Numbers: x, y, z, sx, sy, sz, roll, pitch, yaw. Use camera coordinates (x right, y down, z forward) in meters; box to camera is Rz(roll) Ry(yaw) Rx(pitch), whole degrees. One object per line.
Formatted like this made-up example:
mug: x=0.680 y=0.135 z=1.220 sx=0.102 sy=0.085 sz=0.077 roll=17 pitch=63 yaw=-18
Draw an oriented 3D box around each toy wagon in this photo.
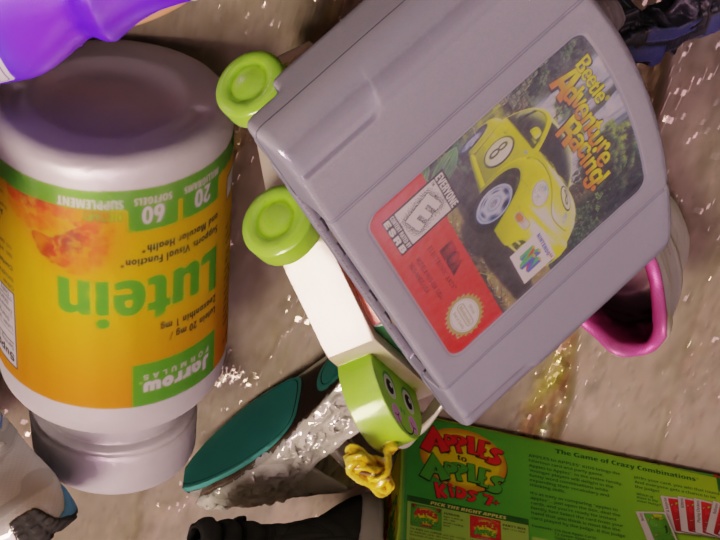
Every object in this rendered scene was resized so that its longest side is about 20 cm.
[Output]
toy wagon: x=0.000 y=0.000 z=0.793 sx=0.039 sy=0.201 sz=0.155 roll=-23 pitch=147 yaw=16

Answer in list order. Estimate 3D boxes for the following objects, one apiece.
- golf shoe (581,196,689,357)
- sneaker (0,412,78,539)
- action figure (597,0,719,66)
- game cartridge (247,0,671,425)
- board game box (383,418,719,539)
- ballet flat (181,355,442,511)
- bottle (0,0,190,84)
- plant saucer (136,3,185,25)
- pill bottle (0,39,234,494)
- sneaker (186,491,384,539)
golf shoe: x=0.085 y=-0.042 z=0.830 sx=0.075 sy=0.092 sz=0.200 roll=-34 pitch=116 yaw=25
sneaker: x=-0.205 y=0.080 z=0.887 sx=0.075 sy=0.200 sz=0.087 roll=-26 pitch=117 yaw=-26
action figure: x=0.054 y=-0.122 z=0.734 sx=0.199 sy=0.105 sz=0.194 roll=-18 pitch=134 yaw=-31
game cartridge: x=0.050 y=-0.036 z=0.694 sx=0.133 sy=0.041 sz=0.200 roll=-45 pitch=140 yaw=-8
board game box: x=0.111 y=0.142 z=0.952 sx=0.199 sy=0.102 sz=0.048 roll=12 pitch=125 yaw=-5
ballet flat: x=-0.008 y=0.076 z=0.926 sx=0.072 sy=0.072 sz=0.200 roll=38 pitch=121 yaw=-22
bottle: x=-0.155 y=-0.118 z=0.757 sx=0.199 sy=0.065 sz=0.084 roll=-11 pitch=129 yaw=10
plant saucer: x=-0.131 y=-0.194 z=0.765 sx=0.199 sy=0.038 sz=0.201 roll=1 pitch=126 yaw=1
pill bottle: x=-0.116 y=0.004 z=0.860 sx=0.110 sy=0.111 sz=0.201 roll=4 pitch=126 yaw=0
sneaker: x=-0.041 y=0.146 z=0.924 sx=0.099 sy=0.200 sz=0.071 roll=7 pitch=91 yaw=0
